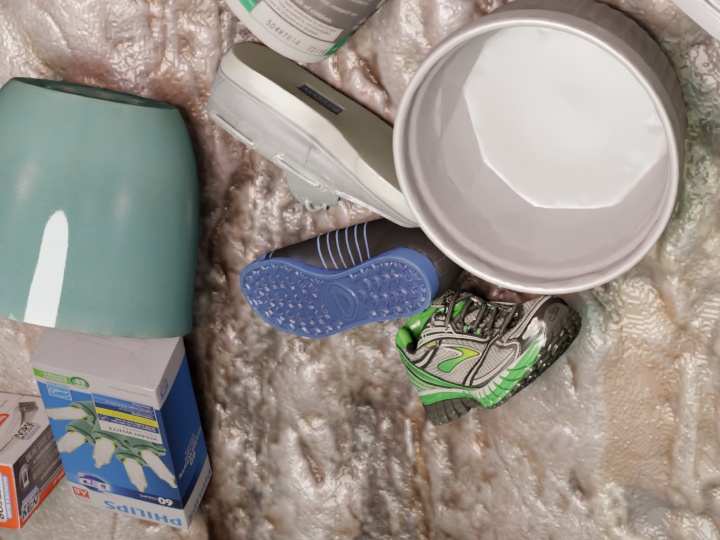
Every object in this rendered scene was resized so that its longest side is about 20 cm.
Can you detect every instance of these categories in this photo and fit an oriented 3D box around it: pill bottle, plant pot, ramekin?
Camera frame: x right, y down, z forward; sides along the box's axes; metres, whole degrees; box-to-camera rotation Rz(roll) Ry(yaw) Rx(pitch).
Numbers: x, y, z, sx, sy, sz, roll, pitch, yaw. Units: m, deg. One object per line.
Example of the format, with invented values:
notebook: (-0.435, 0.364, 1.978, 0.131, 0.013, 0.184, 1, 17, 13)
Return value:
pill bottle: (0.000, -0.244, 1.613, 0.113, 0.113, 0.200, 45, 121, -4)
plant pot: (-0.206, -0.052, 1.732, 0.199, 0.200, 0.162, 13, 98, 13)
ramekin: (0.130, -0.095, 1.640, 0.199, 0.105, 0.201, 7, 116, 15)

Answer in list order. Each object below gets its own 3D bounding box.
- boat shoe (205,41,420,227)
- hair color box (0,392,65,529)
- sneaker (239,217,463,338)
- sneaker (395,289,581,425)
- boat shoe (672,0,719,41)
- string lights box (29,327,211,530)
boat shoe: (-0.027, -0.083, 1.717, 0.200, 0.070, 0.072, 37, 120, 14)
hair color box: (-0.343, 0.144, 1.913, 0.199, 0.111, 0.064, 5, 116, 18)
sneaker: (0.000, 0.000, 1.757, 0.199, 0.078, 0.070, -3, 117, 44)
sneaker: (0.083, 0.052, 1.706, 0.085, 0.078, 0.200, 54, 147, -6)
boat shoe: (0.237, -0.203, 1.569, 0.199, 0.074, 0.067, 33, 123, 4)
string lights box: (-0.180, 0.113, 1.823, 0.102, 0.059, 0.201, 12, 145, 14)
